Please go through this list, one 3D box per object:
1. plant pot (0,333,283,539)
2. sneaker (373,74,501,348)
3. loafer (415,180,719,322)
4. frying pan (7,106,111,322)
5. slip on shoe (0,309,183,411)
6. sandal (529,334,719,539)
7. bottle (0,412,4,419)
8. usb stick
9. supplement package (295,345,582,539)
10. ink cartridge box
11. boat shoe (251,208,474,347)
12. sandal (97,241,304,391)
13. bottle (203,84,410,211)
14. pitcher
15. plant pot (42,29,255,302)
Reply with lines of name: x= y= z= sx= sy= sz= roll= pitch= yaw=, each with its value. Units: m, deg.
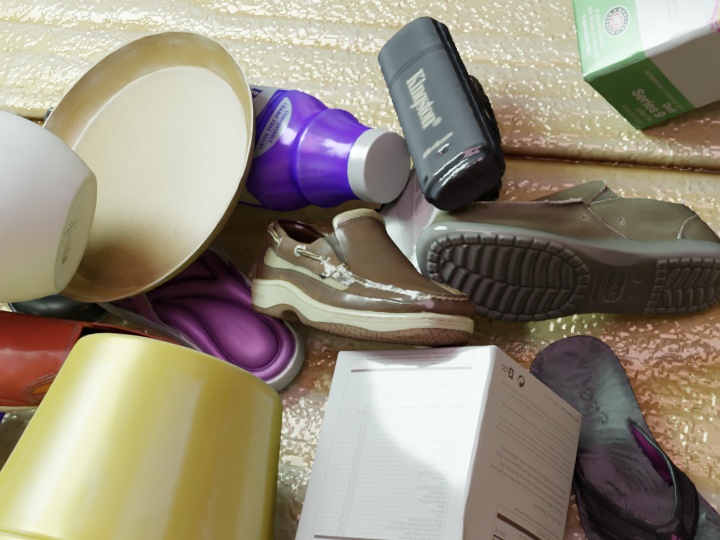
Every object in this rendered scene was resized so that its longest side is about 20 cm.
plant pot: x=-0.131 y=0.146 z=0.787 sx=0.200 sy=0.201 sz=0.189 roll=7 pitch=69 yaw=20
sneaker: x=0.044 y=-0.044 z=0.911 sx=0.079 sy=0.074 sz=0.201 roll=6 pitch=66 yaw=26
loafer: x=0.130 y=-0.014 z=0.851 sx=0.199 sy=0.075 sz=0.070 roll=5 pitch=44 yaw=-12
frying pan: x=-0.207 y=-0.045 z=1.017 sx=0.115 sy=0.031 sz=0.191 roll=2 pitch=67 yaw=16
slip on shoe: x=-0.198 y=0.057 z=0.896 sx=0.199 sy=0.061 sz=0.074 roll=12 pitch=56 yaw=-5
sandal: x=0.154 y=0.121 z=0.804 sx=0.075 sy=0.048 sz=0.201 roll=-29 pitch=58 yaw=1
bottle: x=-0.293 y=0.153 z=0.899 sx=0.065 sy=0.084 sz=0.200 roll=14 pitch=61 yaw=20
usb stick: x=0.048 y=-0.104 z=0.877 sx=0.055 sy=0.033 sz=0.200 roll=-32 pitch=34 yaw=12
supplement package: x=0.038 y=0.156 z=0.770 sx=0.114 sy=0.109 sz=0.200 roll=-4 pitch=62 yaw=37
ink cartridge box: x=0.242 y=-0.198 z=0.885 sx=0.200 sy=0.087 sz=0.146 roll=-21 pitch=57 yaw=31
boat shoe: x=-0.005 y=0.000 z=0.830 sx=0.202 sy=0.075 sz=0.075 roll=9 pitch=93 yaw=53
sandal: x=-0.121 y=0.007 z=0.935 sx=0.202 sy=0.050 sz=0.083 roll=30 pitch=73 yaw=18
bottle: x=-0.056 y=-0.082 z=0.937 sx=0.200 sy=0.065 sz=0.084 roll=14 pitch=70 yaw=41
pitcher: x=-0.271 y=-0.064 z=0.897 sx=0.199 sy=0.121 sz=0.172 roll=17 pitch=29 yaw=1
plant pot: x=-0.148 y=-0.068 z=0.931 sx=0.200 sy=0.027 sz=0.201 roll=-14 pitch=61 yaw=27
